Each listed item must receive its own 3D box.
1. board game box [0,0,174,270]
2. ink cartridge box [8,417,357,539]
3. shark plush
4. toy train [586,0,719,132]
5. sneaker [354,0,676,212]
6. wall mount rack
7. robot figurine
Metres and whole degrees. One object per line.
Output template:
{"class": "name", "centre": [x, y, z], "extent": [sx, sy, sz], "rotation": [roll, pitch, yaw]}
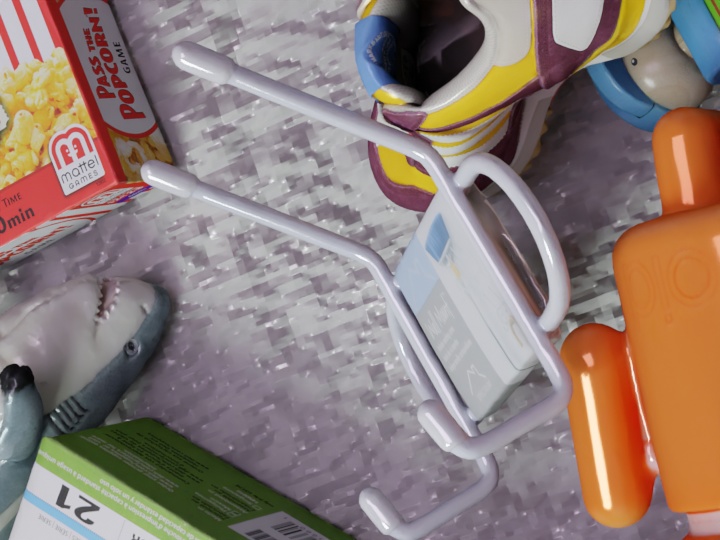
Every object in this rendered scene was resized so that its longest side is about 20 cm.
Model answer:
{"class": "board game box", "centre": [-0.178, -0.098, 1.235], "extent": [0.151, 0.046, 0.200], "rotation": [-27, 81, 30]}
{"class": "ink cartridge box", "centre": [-0.081, 0.182, 1.189], "extent": [0.148, 0.076, 0.200], "rotation": [28, 107, 26]}
{"class": "shark plush", "centre": [-0.138, 0.095, 1.213], "extent": [0.091, 0.083, 0.200], "rotation": [24, 105, 53]}
{"class": "toy train", "centre": [0.098, -0.156, 1.053], "extent": [0.116, 0.085, 0.200], "rotation": [-40, 72, 43]}
{"class": "sneaker", "centre": [0.028, -0.074, 1.051], "extent": [0.200, 0.090, 0.075], "rotation": [-48, 58, 57]}
{"class": "wall mount rack", "centre": [0.000, 0.000, 1.058], "extent": [0.174, 0.074, 0.200], "rotation": [59, 161, 11]}
{"class": "robot figurine", "centre": [0.151, 0.038, 1.012], "extent": [0.117, 0.144, 0.200], "rotation": [161, 96, -68]}
